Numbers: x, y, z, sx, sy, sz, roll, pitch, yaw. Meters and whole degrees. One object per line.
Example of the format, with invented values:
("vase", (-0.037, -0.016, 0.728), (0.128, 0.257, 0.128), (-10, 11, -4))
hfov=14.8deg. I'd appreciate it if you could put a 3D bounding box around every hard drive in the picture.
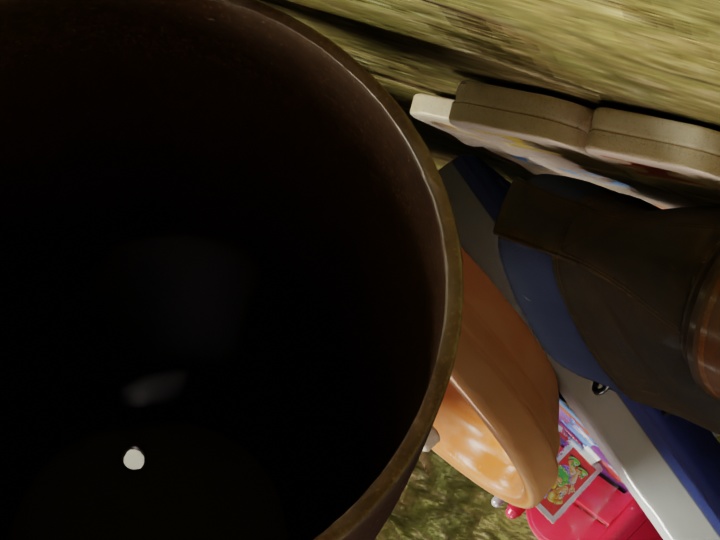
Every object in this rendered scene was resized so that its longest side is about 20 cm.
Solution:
("hard drive", (0.103, 0.054, 0.999), (0.200, 0.025, 0.132), (56, -171, 22))

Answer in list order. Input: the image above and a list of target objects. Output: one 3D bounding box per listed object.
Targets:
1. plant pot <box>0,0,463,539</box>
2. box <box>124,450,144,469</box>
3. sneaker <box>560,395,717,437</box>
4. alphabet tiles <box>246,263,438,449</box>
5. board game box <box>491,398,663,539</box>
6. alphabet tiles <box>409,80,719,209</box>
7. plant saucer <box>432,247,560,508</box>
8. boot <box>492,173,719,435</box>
("plant pot", (-0.066, 0.048, 0.796), (0.187, 0.187, 0.200), (17, 155, 8))
("box", (-0.084, 0.034, 1.172), (0.171, 0.199, 0.200), (18, 176, -15))
("sneaker", (0.063, 0.009, 1.174), (0.200, 0.081, 0.146), (20, 170, 27))
("alphabet tiles", (-0.055, -0.011, 0.947), (0.196, 0.015, 0.200), (47, 172, -10))
("board game box", (0.098, 0.114, 1.118), (0.200, 0.039, 0.158), (45, 171, 3))
("alphabet tiles", (0.118, -0.018, 0.830), (0.196, 0.015, 0.200), (15, 177, 39))
("plant saucer", (0.000, 0.000, 0.956), (0.200, 0.037, 0.200), (45, 171, 9))
("boot", (0.117, 0.019, 0.828), (0.097, 0.075, 0.200), (25, 172, 31))
